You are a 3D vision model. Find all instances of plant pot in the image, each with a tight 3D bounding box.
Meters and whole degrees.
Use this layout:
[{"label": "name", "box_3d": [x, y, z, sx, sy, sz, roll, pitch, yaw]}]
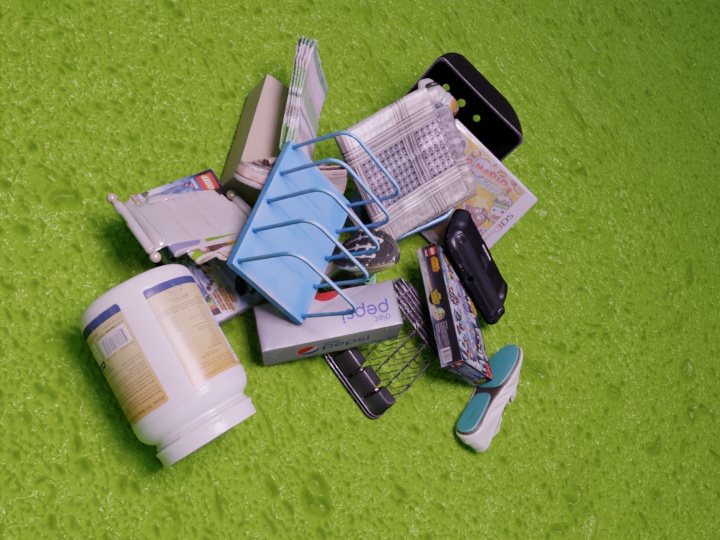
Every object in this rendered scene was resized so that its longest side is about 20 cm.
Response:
[{"label": "plant pot", "box_3d": [0.169, -0.276, 1.243, 0.199, 0.200, 0.178, 41, 38, -9]}]

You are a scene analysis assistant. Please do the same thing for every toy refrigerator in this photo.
[{"label": "toy refrigerator", "box_3d": [-0.152, -0.196, 1.060, 0.075, 0.070, 0.203, 28, 55, -28]}]

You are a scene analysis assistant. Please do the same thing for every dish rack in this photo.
[{"label": "dish rack", "box_3d": [0.044, 0.108, 1.049, 0.199, 0.054, 0.154, -37, 92, -42]}]

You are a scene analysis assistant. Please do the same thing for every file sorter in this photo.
[{"label": "file sorter", "box_3d": [-0.048, -0.056, 0.874, 0.139, 0.121, 0.202, 45, 53, -37]}]

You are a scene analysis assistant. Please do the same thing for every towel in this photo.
[{"label": "towel", "box_3d": [-0.083, -0.237, 1.067, 0.030, 0.149, 0.203, 3, 70, 10]}, {"label": "towel", "box_3d": [0.079, -0.164, 1.054, 0.198, 0.034, 0.195, -30, 105, -19]}]

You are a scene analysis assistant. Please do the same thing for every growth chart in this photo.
[{"label": "growth chart", "box_3d": [-0.204, -0.058, 0.876, 0.198, 0.018, 0.145, -9, 49, -41]}]

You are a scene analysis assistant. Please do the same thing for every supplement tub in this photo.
[{"label": "supplement tub", "box_3d": [-0.223, 0.112, 0.806, 0.143, 0.144, 0.202, -26, 83, -39]}]

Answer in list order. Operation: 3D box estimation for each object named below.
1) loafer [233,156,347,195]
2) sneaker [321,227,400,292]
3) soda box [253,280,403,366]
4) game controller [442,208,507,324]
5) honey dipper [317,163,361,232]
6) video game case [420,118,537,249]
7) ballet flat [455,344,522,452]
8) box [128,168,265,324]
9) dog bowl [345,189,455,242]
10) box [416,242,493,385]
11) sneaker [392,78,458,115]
[{"label": "loafer", "box_3d": [-0.094, -0.138, 0.975, 0.072, 0.064, 0.199, 33, 16, 37]}, {"label": "sneaker", "box_3d": [0.000, 0.000, 0.990, 0.089, 0.199, 0.077, 45, 60, -24]}, {"label": "soda box", "box_3d": [-0.045, 0.072, 0.946, 0.197, 0.064, 0.069, -10, 66, -10]}, {"label": "game controller", "box_3d": [0.197, -0.006, 1.154, 0.201, 0.042, 0.105, 58, 32, -28]}, {"label": "honey dipper", "box_3d": [-0.012, -0.082, 1.060, 0.038, 0.038, 0.201, -15, 62, -38]}, {"label": "video game case", "box_3d": [0.172, -0.124, 1.181, 0.200, 0.182, 0.023, 41, 17, -9]}, {"label": "ballet flat", "box_3d": [0.217, 0.210, 1.115, 0.069, 0.069, 0.201, 44, 55, -7]}, {"label": "box", "box_3d": [-0.213, -0.029, 0.940, 0.136, 0.040, 0.202, -28, 84, -40]}, {"label": "dog bowl", "box_3d": [0.073, -0.108, 1.118, 0.198, 0.050, 0.113, -24, 96, -12]}, {"label": "box", "box_3d": [0.153, 0.072, 1.100, 0.137, 0.039, 0.203, 35, 40, -54]}, {"label": "sneaker", "box_3d": [0.074, -0.236, 1.157, 0.088, 0.200, 0.076, 46, 27, 2]}]
